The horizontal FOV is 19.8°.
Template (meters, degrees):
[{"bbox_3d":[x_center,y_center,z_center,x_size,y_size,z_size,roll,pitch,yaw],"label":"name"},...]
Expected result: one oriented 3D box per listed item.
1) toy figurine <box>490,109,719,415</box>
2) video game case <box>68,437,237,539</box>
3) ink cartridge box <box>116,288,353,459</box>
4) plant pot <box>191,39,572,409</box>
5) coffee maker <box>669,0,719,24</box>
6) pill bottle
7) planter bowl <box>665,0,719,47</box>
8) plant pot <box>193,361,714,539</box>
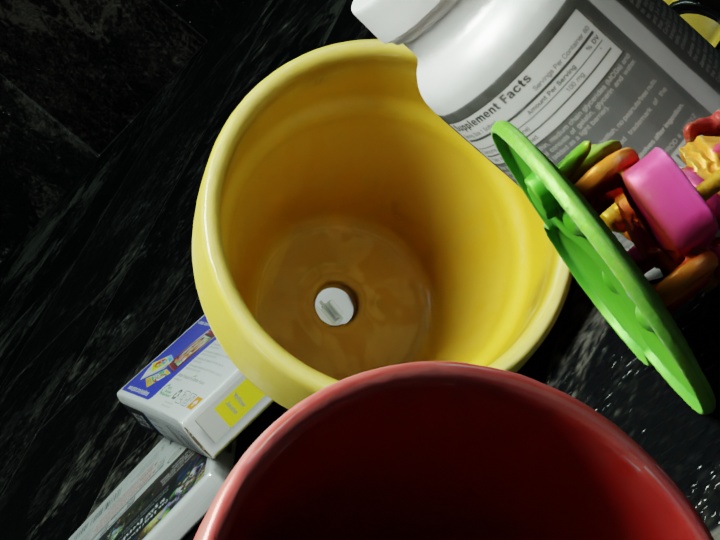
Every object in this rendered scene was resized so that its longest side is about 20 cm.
[{"bbox_3d":[0.173,-0.050,0.884,0.184,0.150,0.200,-37,-11,0],"label":"toy figurine"},{"bbox_3d":[-0.159,0.182,1.516,0.200,0.023,0.182,-46,13,15],"label":"video game case"},{"bbox_3d":[-0.075,0.047,1.513,0.200,0.047,0.198,-41,14,-13],"label":"ink cartridge box"},{"bbox_3d":[0.000,0.000,1.137,0.201,0.200,0.189,-55,-1,-20],"label":"plant pot"},{"bbox_3d":[0.229,-0.231,1.095,0.192,0.135,0.200,-40,16,42],"label":"coffee maker"},{"bbox_3d":[0.100,-0.098,1.009,0.116,0.200,0.116,-46,13,14],"label":"pill bottle"},{"bbox_3d":[0.145,-0.151,1.269,0.200,0.083,0.201,-47,14,15],"label":"planter bowl"},{"bbox_3d":[0.007,0.155,0.692,0.201,0.200,0.177,-59,7,-33],"label":"plant pot"}]
